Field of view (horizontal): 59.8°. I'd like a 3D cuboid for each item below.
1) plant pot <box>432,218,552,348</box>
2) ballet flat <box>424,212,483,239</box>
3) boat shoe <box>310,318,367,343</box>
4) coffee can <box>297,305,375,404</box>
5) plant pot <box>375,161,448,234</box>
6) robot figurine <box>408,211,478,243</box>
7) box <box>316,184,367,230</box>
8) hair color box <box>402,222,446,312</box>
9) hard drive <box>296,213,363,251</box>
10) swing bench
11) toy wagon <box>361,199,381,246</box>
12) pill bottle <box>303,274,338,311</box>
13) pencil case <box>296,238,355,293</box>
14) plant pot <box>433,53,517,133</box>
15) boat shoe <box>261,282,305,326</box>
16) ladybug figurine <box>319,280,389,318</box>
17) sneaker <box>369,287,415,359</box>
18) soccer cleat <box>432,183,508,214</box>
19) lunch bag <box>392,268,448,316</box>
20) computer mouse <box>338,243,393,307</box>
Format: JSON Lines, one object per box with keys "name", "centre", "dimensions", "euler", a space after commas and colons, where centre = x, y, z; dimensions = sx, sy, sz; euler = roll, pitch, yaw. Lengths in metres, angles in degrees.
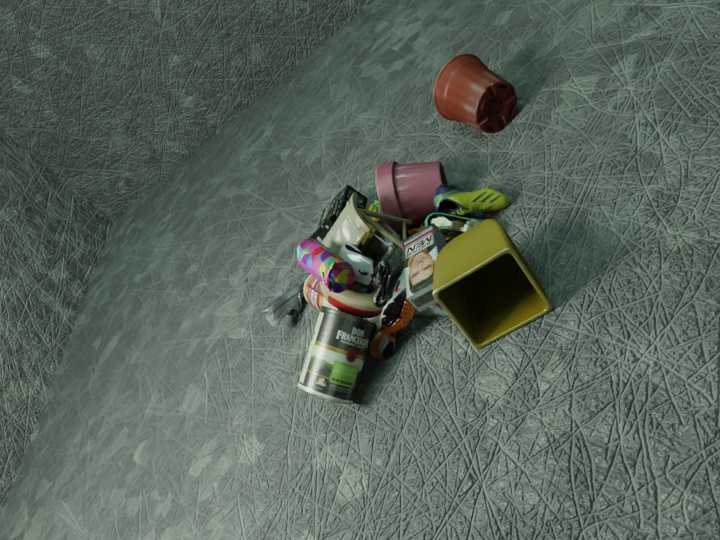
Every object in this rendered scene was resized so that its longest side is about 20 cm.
{"name": "plant pot", "centre": [0.278, 0.005, 1.383], "dimensions": [0.192, 0.196, 0.202], "euler": [-31, 30, 22]}
{"name": "ballet flat", "centre": [0.249, -0.102, 1.561], "dimensions": [0.195, 0.070, 0.069], "euler": [13, 93, 23]}
{"name": "boat shoe", "centre": [-0.052, 0.186, 1.676], "dimensions": [0.197, 0.062, 0.073], "euler": [-23, -3, 32]}
{"name": "coffee can", "centre": [-0.058, 0.206, 1.533], "dimensions": [0.145, 0.144, 0.205], "euler": [11, 82, 52]}
{"name": "plant pot", "centre": [0.155, -0.220, 1.762], "dimensions": [0.174, 0.202, 0.203], "euler": [-13, 43, 17]}
{"name": "robot figurine", "centre": [0.221, -0.102, 1.665], "dimensions": [0.197, 0.058, 0.148], "euler": [-28, 40, 28]}
{"name": "box", "centre": [-0.069, -0.137, 1.967], "dimensions": [0.163, 0.085, 0.204], "euler": [-40, 28, 46]}
{"name": "hair color box", "centre": [0.159, -0.010, 1.498], "dimensions": [0.098, 0.061, 0.203], "euler": [-29, 37, 24]}
{"name": "hard drive", "centre": [-0.090, -0.063, 1.859], "dimensions": [0.199, 0.140, 0.038], "euler": [-40, 6, 45]}
{"name": "swing bench", "centre": [0.011, -0.065, 1.683], "dimensions": [0.200, 0.196, 0.132], "euler": [-53, 23, 37]}
{"name": "toy wagon", "centre": [0.031, -0.132, 1.875], "dimensions": [0.200, 0.039, 0.159], "euler": [-130, 60, -74]}
{"name": "pill bottle", "centre": [-0.075, 0.075, 1.772], "dimensions": [0.110, 0.110, 0.199], "euler": [-51, 33, -8]}
{"name": "pencil case", "centre": [-0.092, -0.014, 1.571], "dimensions": [0.089, 0.088, 0.199], "euler": [-49, 36, -5]}
{"name": "plant pot", "centre": [0.346, -0.508, 1.843], "dimensions": [0.201, 0.201, 0.196], "euler": [-44, 41, 3]}
{"name": "boat shoe", "centre": [-0.215, 0.113, 1.931], "dimensions": [0.074, 0.088, 0.202], "euler": [-23, 11, 37]}
{"name": "ladybug figurine", "centre": [-0.017, 0.067, 1.614], "dimensions": [0.136, 0.196, 0.074], "euler": [-39, -33, -61]}
{"name": "sneaker", "centre": [0.072, 0.115, 1.546], "dimensions": [0.093, 0.074, 0.203], "euler": [-93, 27, -59]}
{"name": "soccer cleat", "centre": [0.281, -0.169, 1.598], "dimensions": [0.194, 0.066, 0.085], "euler": [6, 52, 0]}
{"name": "lunch bag", "centre": [0.176, 0.028, 1.564], "dimensions": [0.197, 0.077, 0.163], "euler": [-3, 53, 47]}
{"name": "computer mouse", "centre": [0.000, 0.000, 1.562], "dimensions": [0.198, 0.043, 0.112], "euler": [32, 120, 39]}
